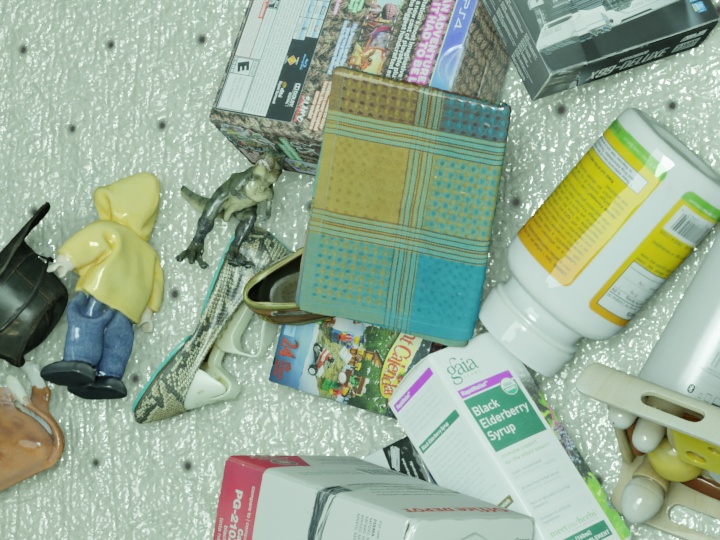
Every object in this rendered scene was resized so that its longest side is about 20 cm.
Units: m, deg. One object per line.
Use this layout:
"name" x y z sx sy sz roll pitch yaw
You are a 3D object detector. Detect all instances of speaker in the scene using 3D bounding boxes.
"speaker" 0.285 0.029 1.630 0.081 0.081 0.200 31 99 24

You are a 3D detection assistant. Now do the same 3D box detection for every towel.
"towel" 0.033 -0.048 1.653 0.146 0.022 0.200 14 112 13

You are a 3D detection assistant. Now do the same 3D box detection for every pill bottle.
"pill bottle" 0.184 -0.018 1.663 0.111 0.111 0.200 46 104 21

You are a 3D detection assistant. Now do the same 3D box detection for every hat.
"hat" -0.306 0.036 1.874 0.081 0.201 0.201 38 103 -9

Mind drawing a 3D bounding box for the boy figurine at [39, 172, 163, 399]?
"boy figurine" -0.219 0.005 1.847 0.064 0.124 0.200 -6 66 39

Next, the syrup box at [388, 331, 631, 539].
"syrup box" 0.114 0.153 1.682 0.200 0.079 0.081 59 142 16

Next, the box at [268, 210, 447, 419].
"box" 0.013 0.013 1.779 0.136 0.038 0.200 15 92 25

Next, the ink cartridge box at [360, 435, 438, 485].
"ink cartridge box" 0.049 0.242 1.740 0.094 0.044 0.200 -29 75 22

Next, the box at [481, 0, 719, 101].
"box" 0.164 -0.247 1.678 0.157 0.050 0.200 -19 74 -21

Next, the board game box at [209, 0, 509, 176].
"board game box" 0.004 -0.159 1.743 0.200 0.097 0.160 12 75 24

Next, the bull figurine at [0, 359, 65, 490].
"bull figurine" -0.350 0.163 1.918 0.200 0.065 0.122 -25 71 18

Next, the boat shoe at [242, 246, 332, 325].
"boat shoe" 0.000 0.000 1.727 0.200 0.068 0.072 -24 76 21

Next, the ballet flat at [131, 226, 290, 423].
"ballet flat" -0.117 0.060 1.824 0.075 0.068 0.200 33 96 15

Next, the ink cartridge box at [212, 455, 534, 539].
"ink cartridge box" 0.009 0.202 1.629 0.200 0.145 0.085 14 96 44

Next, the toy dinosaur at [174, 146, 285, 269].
"toy dinosaur" -0.111 -0.045 1.788 0.200 0.047 0.088 -17 55 60

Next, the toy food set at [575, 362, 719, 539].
"toy food set" 0.238 0.151 1.588 0.143 0.200 0.060 20 67 25
